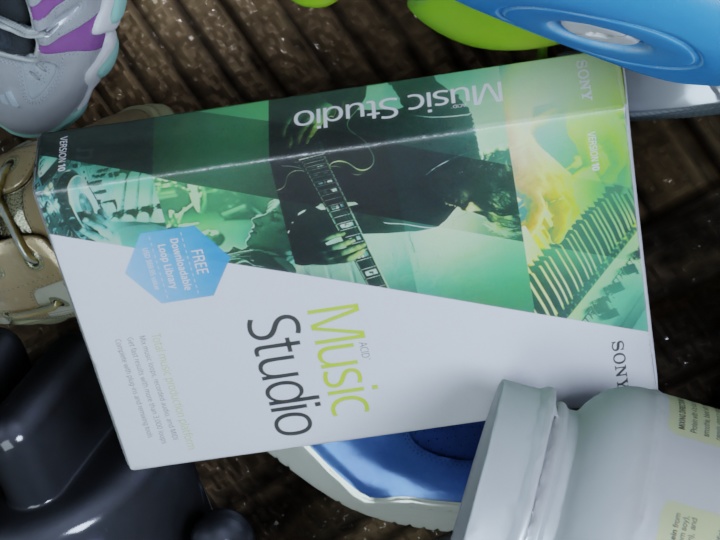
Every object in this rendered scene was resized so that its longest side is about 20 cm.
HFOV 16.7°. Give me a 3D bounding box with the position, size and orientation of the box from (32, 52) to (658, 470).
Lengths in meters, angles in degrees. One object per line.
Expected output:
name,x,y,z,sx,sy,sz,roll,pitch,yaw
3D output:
box,0.000,0.000,0.853,0.199,0.036,0.145,-9,135,4

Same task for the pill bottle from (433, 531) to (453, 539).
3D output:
pill bottle,0.052,0.212,1.005,0.111,0.111,0.201,20,123,12

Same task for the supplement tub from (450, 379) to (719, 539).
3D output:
supplement tub,0.127,0.123,0.842,0.199,0.145,0.146,16,123,2

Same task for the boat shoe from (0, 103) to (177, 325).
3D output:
boat shoe,-0.122,-0.015,0.933,0.200,0.065,0.073,-19,78,59

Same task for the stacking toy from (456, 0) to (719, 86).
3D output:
stacking toy,0.093,-0.163,0.706,0.116,0.109,0.201,11,84,55

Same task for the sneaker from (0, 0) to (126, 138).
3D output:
sneaker,-0.143,-0.121,0.886,0.077,0.140,0.201,12,121,16

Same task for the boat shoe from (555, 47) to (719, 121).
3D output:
boat shoe,0.156,-0.092,0.831,0.199,0.072,0.062,-10,89,23

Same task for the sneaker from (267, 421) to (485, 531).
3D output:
sneaker,-0.008,0.016,0.943,0.199,0.077,0.112,30,134,13

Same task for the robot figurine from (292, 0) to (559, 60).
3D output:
robot figurine,0.032,-0.159,0.806,0.175,0.116,0.200,-34,101,21

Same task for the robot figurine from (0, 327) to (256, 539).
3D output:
robot figurine,-0.116,0.120,1.014,0.124,0.150,0.201,-26,122,-13
